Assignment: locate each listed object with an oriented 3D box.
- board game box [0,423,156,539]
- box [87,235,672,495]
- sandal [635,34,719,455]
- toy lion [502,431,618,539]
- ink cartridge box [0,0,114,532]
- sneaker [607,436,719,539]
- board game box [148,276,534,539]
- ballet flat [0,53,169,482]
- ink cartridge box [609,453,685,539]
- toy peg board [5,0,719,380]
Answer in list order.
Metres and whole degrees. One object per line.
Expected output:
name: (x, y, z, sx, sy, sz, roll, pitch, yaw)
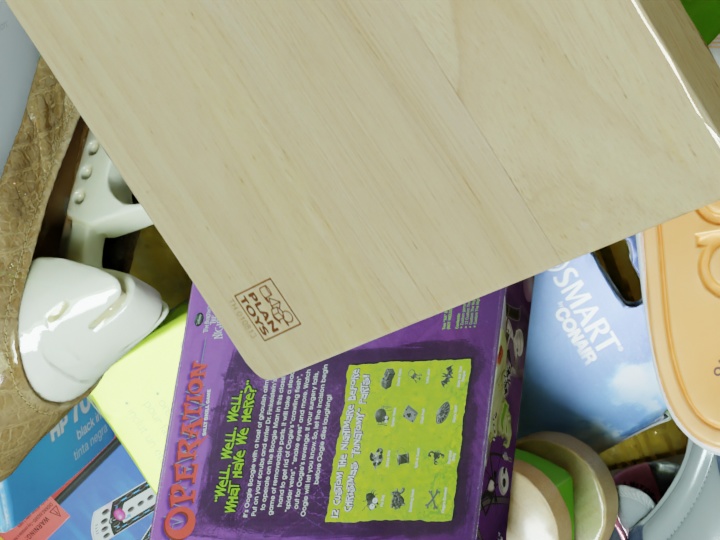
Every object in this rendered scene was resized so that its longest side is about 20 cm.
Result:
board game box: (-0.047, 0.080, 0.882, 0.103, 0.019, 0.200, 44, 119, -4)
box: (0.015, 0.034, 0.803, 0.199, 0.048, 0.122, -31, 98, 14)
sandal: (0.109, -0.048, 0.703, 0.079, 0.059, 0.209, -12, 78, 20)
toy lion: (-0.008, 0.155, 0.779, 0.190, 0.069, 0.202, 1, 98, 25)
ink cartridge box: (-0.185, -0.015, 0.844, 0.145, 0.086, 0.202, 4, 113, 27)
sneaker: (0.117, 0.108, 0.773, 0.082, 0.070, 0.202, 25, 114, 21)
board game box: (0.000, 0.000, 0.743, 0.119, 0.202, 0.032, -2, 157, 24)
ballet flat: (-0.091, -0.018, 0.779, 0.072, 0.068, 0.202, 9, 75, 34)
ink cartridge box: (0.111, 0.122, 0.833, 0.199, 0.039, 0.100, -16, 107, 26)
toy peg board: (0.005, -0.098, 0.661, 0.198, 0.098, 0.201, -24, 103, 44)
